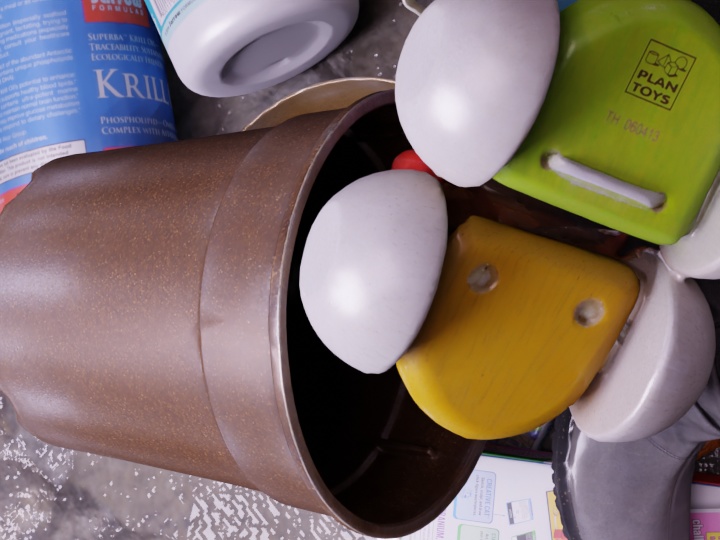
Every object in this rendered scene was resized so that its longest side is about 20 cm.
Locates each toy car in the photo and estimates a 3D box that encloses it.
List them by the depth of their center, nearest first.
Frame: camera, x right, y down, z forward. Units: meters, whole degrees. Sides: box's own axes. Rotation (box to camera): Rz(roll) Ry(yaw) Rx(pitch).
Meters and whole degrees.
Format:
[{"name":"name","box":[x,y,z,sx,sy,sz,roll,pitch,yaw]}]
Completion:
[{"name":"toy car","box":[0.075,-0.036,0.748,0.201,0.174,0.150,-63,21,23]}]

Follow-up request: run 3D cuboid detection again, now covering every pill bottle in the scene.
[{"name":"pill bottle","box":[-0.086,-0.208,1.019,0.111,0.111,0.201,-29,76,21]},{"name":"pill bottle","box":[-0.170,-0.122,1.054,0.112,0.112,0.201,-14,83,24]}]

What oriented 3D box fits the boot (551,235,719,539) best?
[{"name":"boot","box":[0.152,0.068,0.816,0.131,0.070,0.201,6,111,51]}]

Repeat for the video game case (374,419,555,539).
[{"name":"video game case","box":[0.043,0.054,0.995,0.143,0.018,0.201,31,101,23]}]

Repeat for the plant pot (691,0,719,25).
[{"name":"plant pot","box":[0.171,-0.192,0.830,0.200,0.199,0.178,-135,48,-64]}]

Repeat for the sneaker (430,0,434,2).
[{"name":"sneaker","box":[0.094,-0.214,0.926,0.085,0.077,0.201,23,73,6]}]

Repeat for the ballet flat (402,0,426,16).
[{"name":"ballet flat","box":[0.026,-0.182,0.994,0.200,0.069,0.070,40,104,21]}]

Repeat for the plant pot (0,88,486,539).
[{"name":"plant pot","box":[-0.061,0.016,0.861,0.197,0.200,0.201,2,88,32]}]

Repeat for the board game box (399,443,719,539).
[{"name":"board game box","box":[0.116,0.174,0.930,0.199,0.040,0.154,6,92,21]}]

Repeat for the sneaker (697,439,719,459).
[{"name":"sneaker","box":[0.178,0.013,0.874,0.092,0.076,0.200,47,139,23]}]

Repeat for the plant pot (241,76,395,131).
[{"name":"plant pot","box":[0.000,0.000,0.944,0.199,0.027,0.201,-1,87,25]}]
